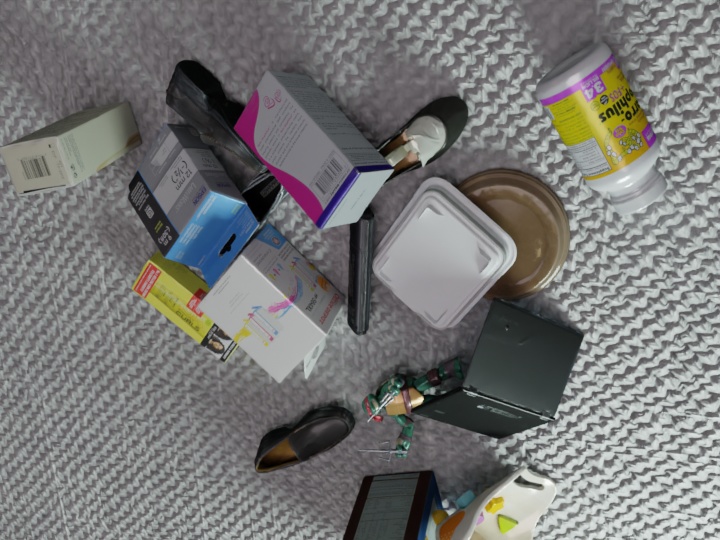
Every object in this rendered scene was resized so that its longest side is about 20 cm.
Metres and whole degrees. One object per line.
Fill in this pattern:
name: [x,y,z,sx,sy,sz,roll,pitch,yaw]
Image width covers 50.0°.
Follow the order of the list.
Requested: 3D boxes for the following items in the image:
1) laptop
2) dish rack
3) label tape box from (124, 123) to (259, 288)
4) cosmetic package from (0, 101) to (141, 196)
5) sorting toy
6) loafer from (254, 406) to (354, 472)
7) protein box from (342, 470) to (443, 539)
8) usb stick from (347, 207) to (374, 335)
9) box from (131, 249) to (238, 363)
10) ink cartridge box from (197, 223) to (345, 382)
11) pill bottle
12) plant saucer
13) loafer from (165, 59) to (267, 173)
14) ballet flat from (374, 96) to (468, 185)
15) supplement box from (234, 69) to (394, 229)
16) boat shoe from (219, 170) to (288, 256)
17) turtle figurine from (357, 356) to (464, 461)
laptop: [0.205,0.156,1.159,0.184,0.119,0.199,21,146,-27]
dish rack: [0.111,-0.013,1.117,0.171,0.044,0.201,40,129,4]
label tape box: [-0.256,-0.095,1.154,0.144,0.065,0.202,-47,67,27]
cosmetic package: [-0.416,-0.182,1.127,0.102,0.201,0.073,-6,113,18]
sorting toy: [0.230,0.393,1.254,0.180,0.108,0.199,-46,130,13]
loafer: [-0.096,0.295,1.311,0.197,0.073,0.074,-31,102,24]
protein box: [0.068,0.483,1.284,0.131,0.201,0.203,-9,111,19]
usb stick: [0.000,0.000,1.177,0.032,0.056,0.205,-7,116,-20]
box: [-0.277,0.058,1.278,0.199,0.050,0.075,40,118,-4]
ink cartridge box: [-0.124,0.058,1.192,0.199,0.129,0.125,43,117,-7]
pill bottle: [0.313,-0.176,0.984,0.103,0.105,0.202,-29,104,24]
plant saucer: [0.204,-0.044,1.115,0.194,0.030,0.205,6,115,13]
loafer: [-0.205,-0.213,1.132,0.201,0.073,0.072,48,124,4]
ballet flat: [0.067,-0.165,1.076,0.198,0.069,0.068,-35,101,25]
supplement box: [-0.065,-0.167,1.056,0.201,0.103,0.102,49,119,16]
boat shoe: [-0.175,-0.086,1.177,0.199,0.068,0.072,-38,100,26]
turtle figurine: [0.073,0.208,1.221,0.195,0.102,0.152,-17,127,3]
